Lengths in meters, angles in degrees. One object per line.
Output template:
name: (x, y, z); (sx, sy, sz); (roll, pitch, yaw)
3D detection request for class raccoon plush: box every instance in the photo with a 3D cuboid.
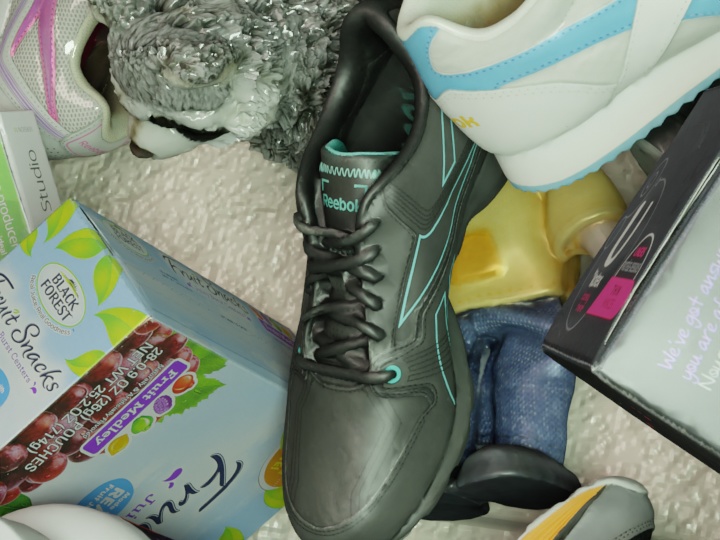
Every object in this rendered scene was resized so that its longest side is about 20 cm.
raccoon plush: (-0.026, -0.125, 0.922); (0.097, 0.134, 0.200); (18, 81, 34)

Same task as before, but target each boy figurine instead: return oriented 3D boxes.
boy figurine: (0.048, -0.010, 0.882); (0.124, 0.064, 0.200); (-9, 71, 29)

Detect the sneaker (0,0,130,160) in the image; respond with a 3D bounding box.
sneaker: (-0.109, -0.133, 1.011); (0.088, 0.081, 0.200); (8, 84, 30)

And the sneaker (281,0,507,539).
sneaker: (0.000, 0.000, 0.823); (0.075, 0.079, 0.200); (4, 78, 32)

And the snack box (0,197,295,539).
snack box: (-0.121, 0.083, 0.875); (0.200, 0.169, 0.068); (-40, 60, 8)

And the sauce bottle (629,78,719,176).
sauce bottle: (0.175, -0.097, 0.802); (0.200, 0.065, 0.065); (-42, 56, -4)

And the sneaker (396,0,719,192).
sneaker: (0.103, -0.114, 0.766); (0.200, 0.081, 0.077); (-41, 29, 10)

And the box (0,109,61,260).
box: (-0.206, 0.029, 0.993); (0.200, 0.036, 0.144); (-17, 89, 24)

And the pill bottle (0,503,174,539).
pill bottle: (-0.088, 0.143, 0.814); (0.111, 0.200, 0.112); (-9, 68, 25)

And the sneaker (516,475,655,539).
sneaker: (0.059, 0.166, 0.809); (0.077, 0.078, 0.200); (25, 88, 20)

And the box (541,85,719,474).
box: (0.168, 0.038, 0.708); (0.200, 0.122, 0.106); (34, 89, -2)
